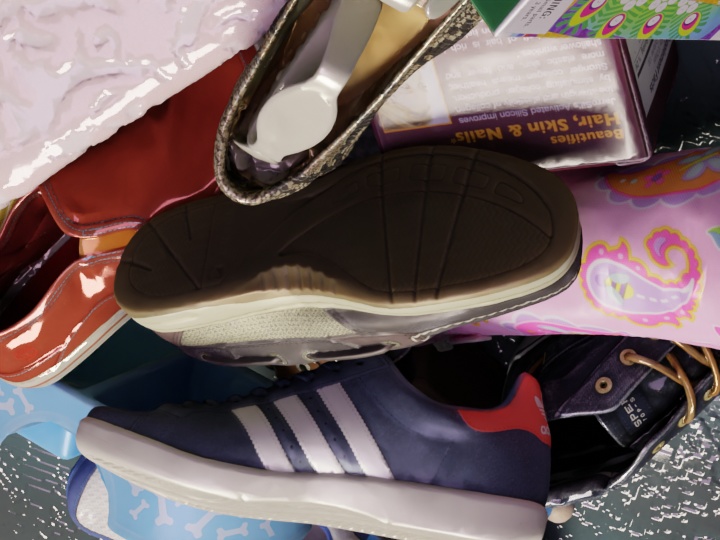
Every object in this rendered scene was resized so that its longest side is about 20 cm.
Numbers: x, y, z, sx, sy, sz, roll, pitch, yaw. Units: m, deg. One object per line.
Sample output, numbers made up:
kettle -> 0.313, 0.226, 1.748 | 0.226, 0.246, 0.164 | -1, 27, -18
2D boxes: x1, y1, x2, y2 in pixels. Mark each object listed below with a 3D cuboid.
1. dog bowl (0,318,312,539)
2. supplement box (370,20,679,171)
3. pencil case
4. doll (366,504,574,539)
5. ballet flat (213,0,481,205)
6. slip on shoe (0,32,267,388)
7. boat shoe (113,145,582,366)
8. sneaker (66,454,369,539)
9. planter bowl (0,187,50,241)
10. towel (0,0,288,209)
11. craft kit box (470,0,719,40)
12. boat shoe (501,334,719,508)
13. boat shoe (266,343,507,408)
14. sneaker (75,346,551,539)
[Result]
dog bowl -> -0.107, 0.067, 0.884 | 0.199, 0.111, 0.050 | 25, 116, 27
supplement box -> 0.045, -0.141, 0.719 | 0.110, 0.086, 0.201 | -6, 120, 24
pencil case -> 0.086, -0.008, 0.766 | 0.199, 0.087, 0.088 | -1, 123, 39
doll -> 0.043, 0.146, 0.884 | 0.136, 0.049, 0.200 | -30, 135, -8
ballet flat -> 0.005, -0.092, 0.665 | 0.068, 0.075, 0.200 | 36, 127, -4
slip on shoe -> -0.106, -0.027, 0.803 | 0.200, 0.074, 0.061 | -43, 142, 17
boat shoe -> -0.001, 0.001, 0.746 | 0.200, 0.072, 0.066 | -7, 147, 25
sneaker -> -0.070, 0.123, 0.937 | 0.199, 0.088, 0.076 | -4, 123, 24
planter bowl -> -0.187, -0.065, 0.857 | 0.199, 0.084, 0.201 | 10, 126, 14
towel -> -0.153, -0.133, 0.747 | 0.199, 0.032, 0.191 | -30, 104, 24
craft kit box -> 0.152, -0.156, 0.612 | 0.200, 0.197, 0.049 | -49, 64, 37
boat shoe -> 0.137, 0.036, 0.801 | 0.071, 0.091, 0.200 | 45, 125, -12
boat shoe -> -0.017, 0.030, 0.864 | 0.200, 0.072, 0.068 | 44, 125, -12
sneaker -> -0.017, 0.062, 0.783 | 0.199, 0.085, 0.075 | 9, 166, 4
